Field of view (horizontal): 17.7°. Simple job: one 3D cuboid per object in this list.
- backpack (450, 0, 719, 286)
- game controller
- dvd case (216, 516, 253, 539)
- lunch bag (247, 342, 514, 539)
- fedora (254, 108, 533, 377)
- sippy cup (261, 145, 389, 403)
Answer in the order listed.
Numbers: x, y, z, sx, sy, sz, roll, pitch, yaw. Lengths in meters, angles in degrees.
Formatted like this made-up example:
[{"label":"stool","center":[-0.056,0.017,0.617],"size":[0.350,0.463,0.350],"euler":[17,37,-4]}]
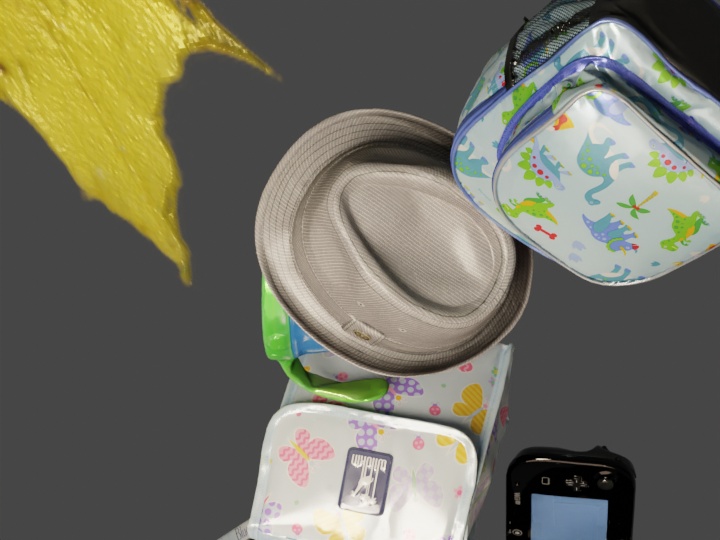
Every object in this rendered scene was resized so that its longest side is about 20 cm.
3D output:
[{"label":"backpack","center":[0.159,-0.083,1.495],"size":[0.183,0.147,0.200],"euler":[37,139,-17]},{"label":"game controller","center":[0.171,0.212,1.899],"size":[0.104,0.042,0.201],"euler":[-2,137,2]},{"label":"dvd case","center":[-0.033,0.202,1.936],"size":[0.142,0.018,0.200],"euler":[-6,159,-40]},{"label":"lunch bag","center":[0.019,0.138,1.767],"size":[0.169,0.201,0.127],"euler":[13,140,11]},{"label":"fedora","center":[0.030,-0.021,1.581],"size":[0.200,0.177,0.090],"euler":[40,171,-3]},{"label":"sippy cup","center":[0.000,0.000,1.682],"size":[0.130,0.140,0.178],"euler":[2,148,5]}]
